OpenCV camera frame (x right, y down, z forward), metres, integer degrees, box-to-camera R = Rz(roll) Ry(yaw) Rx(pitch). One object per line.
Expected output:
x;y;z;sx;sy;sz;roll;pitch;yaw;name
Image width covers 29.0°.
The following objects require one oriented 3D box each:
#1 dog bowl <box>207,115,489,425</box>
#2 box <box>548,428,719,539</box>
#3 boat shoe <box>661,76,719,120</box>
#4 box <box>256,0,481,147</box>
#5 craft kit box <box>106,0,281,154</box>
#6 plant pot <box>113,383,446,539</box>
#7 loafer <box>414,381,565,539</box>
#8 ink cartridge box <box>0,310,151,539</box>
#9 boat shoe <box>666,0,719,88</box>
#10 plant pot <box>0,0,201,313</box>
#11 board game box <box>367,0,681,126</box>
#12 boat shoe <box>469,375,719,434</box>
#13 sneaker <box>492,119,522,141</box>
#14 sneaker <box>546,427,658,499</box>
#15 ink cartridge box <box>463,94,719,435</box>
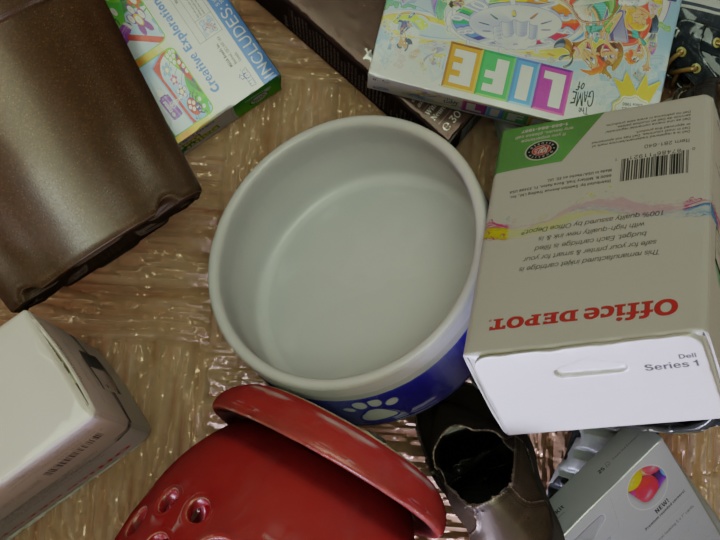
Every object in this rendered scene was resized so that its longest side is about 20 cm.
0.000;0.000;0.952;0.198;0.079;0.202;-9;62;17;dog bowl
0.187;0.223;0.942;0.156;0.041;0.200;-43;118;-6;box
0.294;-0.064;0.985;0.199;0.060;0.074;39;53;-16;boat shoe
0.020;-0.185;1.019;0.200;0.075;0.100;41;84;5;box
-0.192;-0.164;1.028;0.197;0.049;0.201;-33;85;-7;craft kit box
-0.055;0.187;0.916;0.199;0.201;0.184;28;75;2;plant pot
0.081;0.121;0.925;0.073;0.200;0.071;-29;117;-2;loafer
-0.230;0.111;0.915;0.145;0.200;0.085;-35;79;-5;ink cartridge box
0.245;-0.152;1.017;0.198;0.071;0.092;9;79;-2;boat shoe
-0.218;-0.093;0.911;0.199;0.200;0.199;-32;92;-4;plant pot
0.116;-0.170;0.964;0.198;0.034;0.136;13;82;1;board game box
0.151;0.068;0.906;0.198;0.056;0.069;3;100;32;boat shoe
0.171;-0.051;1.010;0.115;0.074;0.201;-28;77;-1;sneaker
0.181;0.123;0.986;0.066;0.090;0.202;16;107;28;sneaker
0.155;-0.004;0.870;0.143;0.084;0.201;-8;45;23;ink cartridge box
